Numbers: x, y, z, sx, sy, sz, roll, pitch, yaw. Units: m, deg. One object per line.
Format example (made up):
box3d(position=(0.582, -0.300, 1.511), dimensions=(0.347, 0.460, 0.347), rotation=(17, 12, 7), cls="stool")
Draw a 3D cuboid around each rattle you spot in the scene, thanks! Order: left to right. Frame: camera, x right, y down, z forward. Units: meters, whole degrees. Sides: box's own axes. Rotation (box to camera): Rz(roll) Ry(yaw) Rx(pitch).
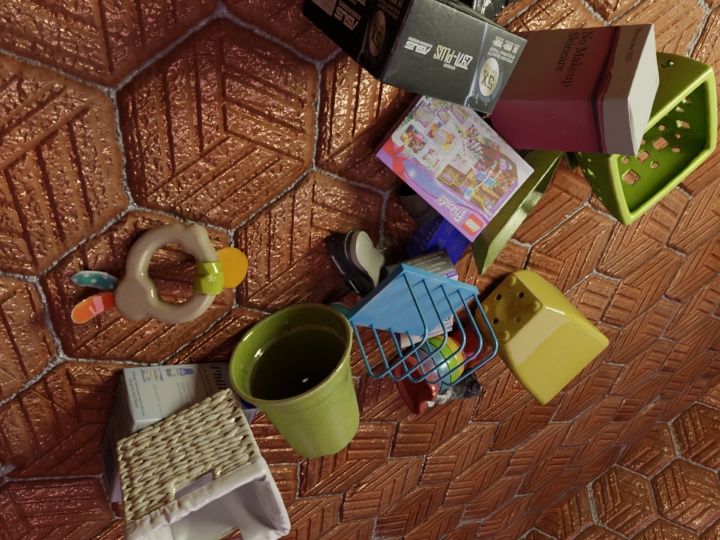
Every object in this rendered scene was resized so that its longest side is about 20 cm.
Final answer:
box3d(position=(-0.270, 0.010, 0.812), dimensions=(0.196, 0.143, 0.132), rotation=(-25, 108, 9), cls="rattle")

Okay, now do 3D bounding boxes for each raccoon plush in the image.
box3d(position=(0.197, 0.277, 1.351), dimensions=(0.131, 0.098, 0.202), rotation=(-23, 138, -4), cls="raccoon plush")

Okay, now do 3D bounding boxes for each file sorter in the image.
box3d(position=(0.102, 0.098, 0.942), dimensions=(0.197, 0.125, 0.138), rotation=(15, 134, -44), cls="file sorter")

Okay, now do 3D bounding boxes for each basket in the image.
box3d(position=(-0.226, 0.314, 0.859), dimensions=(0.194, 0.162, 0.203), rotation=(-23, 138, -16), cls="basket")

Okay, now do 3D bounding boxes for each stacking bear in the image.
box3d(position=(0.171, 0.186, 1.232), dimensions=(0.197, 0.115, 0.122), rotation=(-25, 158, -31), cls="stacking bear")

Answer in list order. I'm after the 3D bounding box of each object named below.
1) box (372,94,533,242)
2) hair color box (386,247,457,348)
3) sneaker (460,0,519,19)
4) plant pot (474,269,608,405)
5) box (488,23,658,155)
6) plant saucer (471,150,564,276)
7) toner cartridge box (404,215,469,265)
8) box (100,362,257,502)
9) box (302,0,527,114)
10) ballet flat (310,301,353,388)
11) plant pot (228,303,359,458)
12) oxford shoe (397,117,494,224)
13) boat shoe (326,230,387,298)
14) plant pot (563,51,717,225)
box3d(position=(0.134, -0.158, 0.864), dimensions=(0.199, 0.039, 0.137), rotation=(39, 101, -16), cls="box")
box3d(position=(0.108, 0.054, 1.057), dimensions=(0.107, 0.066, 0.202), rotation=(-18, 147, -6), cls="hair color box")
box3d(position=(0.175, -0.356, 0.771), dimensions=(0.102, 0.060, 0.204), rotation=(-7, 127, -25), cls="sneaker")
box3d(position=(0.349, 0.118, 1.239), dimensions=(0.195, 0.197, 0.199), rotation=(-46, 132, 11), cls="plant pot")
box3d(position=(0.288, -0.246, 0.822), dimensions=(0.109, 0.196, 0.130), rotation=(47, 62, -48), cls="box")
box3d(position=(0.249, -0.104, 1.002), dimensions=(0.201, 0.048, 0.200), rotation=(-51, 165, -7), cls="plant saucer")
box3d(position=(0.165, -0.096, 1.016), dimensions=(0.094, 0.043, 0.202), rotation=(9, 121, -42), cls="toner cartridge box")
box3d(position=(-0.292, 0.253, 0.960), dimensions=(0.196, 0.106, 0.187), rotation=(3, 126, -37), cls="box")
box3d(position=(0.052, -0.268, 0.656), dimensions=(0.161, 0.201, 0.087), rotation=(2, 126, -37), cls="box")
box3d(position=(-0.061, 0.129, 1.056), dimensions=(0.071, 0.072, 0.202), rotation=(8, 124, -40), cls="ballet flat")
box3d(position=(-0.084, 0.190, 0.953), dimensions=(0.197, 0.201, 0.187), rotation=(-27, 127, -11), cls="plant pot")
box3d(position=(0.137, -0.163, 0.914), dimensions=(0.200, 0.073, 0.084), rotation=(-45, 135, 7), cls="oxford shoe")
box3d(position=(0.000, 0.000, 0.990), dimensions=(0.061, 0.074, 0.201), rotation=(3, 151, 21), cls="boat shoe")
box3d(position=(0.429, -0.233, 0.974), dimensions=(0.199, 0.182, 0.199), rotation=(-41, 140, 5), cls="plant pot")
